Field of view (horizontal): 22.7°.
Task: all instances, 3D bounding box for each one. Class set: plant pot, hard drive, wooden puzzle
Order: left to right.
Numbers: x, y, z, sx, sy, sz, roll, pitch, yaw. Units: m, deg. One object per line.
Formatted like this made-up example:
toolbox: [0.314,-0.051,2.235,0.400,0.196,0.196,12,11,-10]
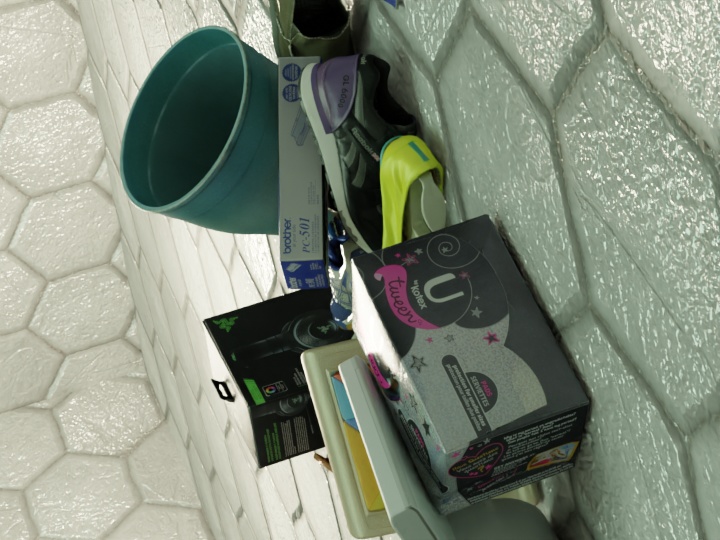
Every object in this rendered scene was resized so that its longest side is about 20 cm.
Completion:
plant pot: [-0.115,-0.122,1.849,0.200,0.187,0.201,-25,54,39]
hard drive: [0.038,0.176,1.487,0.132,0.026,0.200,58,-174,-35]
wooden puzzle: [0.050,0.145,1.632,0.037,0.199,0.186,-26,-78,-65]

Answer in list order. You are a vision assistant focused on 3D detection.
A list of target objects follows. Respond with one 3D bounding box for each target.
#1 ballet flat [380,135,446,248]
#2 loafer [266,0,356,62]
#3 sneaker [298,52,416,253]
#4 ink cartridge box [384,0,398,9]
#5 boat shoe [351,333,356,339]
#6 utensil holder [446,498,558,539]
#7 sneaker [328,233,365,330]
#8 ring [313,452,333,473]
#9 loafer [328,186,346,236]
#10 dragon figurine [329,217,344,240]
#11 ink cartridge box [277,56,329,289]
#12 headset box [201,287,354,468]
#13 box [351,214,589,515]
ballet flat: [0.054,-0.029,1.639,0.067,0.067,0.201,35,141,42]
loafer: [-0.046,-0.231,1.720,0.070,0.075,0.200,54,172,42]
sneaker: [0.016,-0.103,1.647,0.201,0.087,0.076,68,-152,-22]
ink cartridge box: [-0.028,-0.346,1.625,0.200,0.040,0.201,-136,32,-64]
boat shoe: [0.042,0.150,1.876,0.060,0.072,0.203,-135,25,-63]
utensil holder: [0.129,0.320,1.530,0.170,0.169,0.200,88,163,-47]
sneaker: [0.000,0.000,1.800,0.088,0.075,0.200,45,159,-3]
ring: [0.039,0.240,1.863,0.200,0.019,0.200,31,176,2]
loafer: [-0.006,-0.080,1.786,0.200,0.071,0.073,93,156,-54]
dragon figurine: [-0.040,-0.075,1.955,0.200,0.059,0.100,-123,20,-53]
ink cartridge box: [-0.054,-0.091,1.694,0.094,0.044,0.201,83,-174,-73]
headset box: [-0.065,0.109,1.977,0.174,0.199,0.093,-123,20,-51]
box: [0.084,0.075,1.479,0.115,0.131,0.201,90,158,-55]
